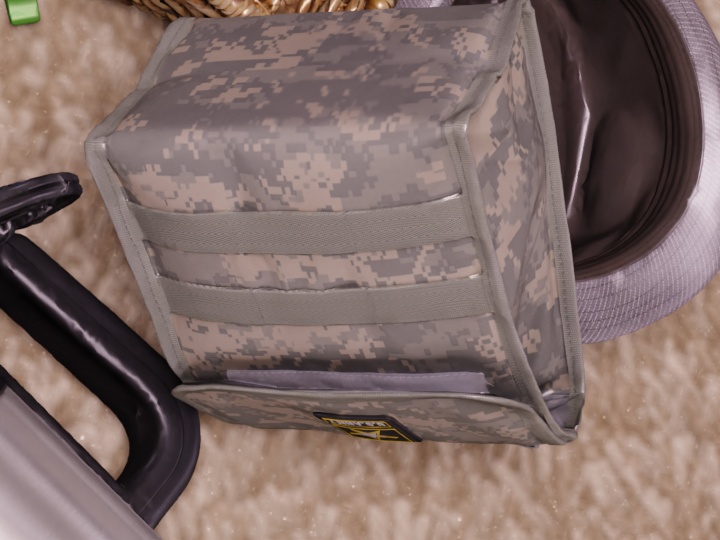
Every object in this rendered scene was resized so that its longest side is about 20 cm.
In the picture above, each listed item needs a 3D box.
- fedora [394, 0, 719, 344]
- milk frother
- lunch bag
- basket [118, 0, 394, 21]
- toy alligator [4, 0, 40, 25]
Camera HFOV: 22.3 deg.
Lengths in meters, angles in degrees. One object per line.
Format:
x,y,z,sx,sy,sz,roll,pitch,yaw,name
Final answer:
0.083,-0.069,0.864,0.176,0.090,0.201,-29,102,-14,fedora
-0.145,0.071,0.736,0.188,0.200,0.181,46,74,-9,milk frother
0.000,0.000,0.759,0.118,0.163,0.201,-64,146,-46,lunch bag
-0.041,-0.207,0.789,0.149,0.143,0.201,23,79,16,basket
-0.169,-0.212,0.822,0.059,0.054,0.201,-11,89,-17,toy alligator
